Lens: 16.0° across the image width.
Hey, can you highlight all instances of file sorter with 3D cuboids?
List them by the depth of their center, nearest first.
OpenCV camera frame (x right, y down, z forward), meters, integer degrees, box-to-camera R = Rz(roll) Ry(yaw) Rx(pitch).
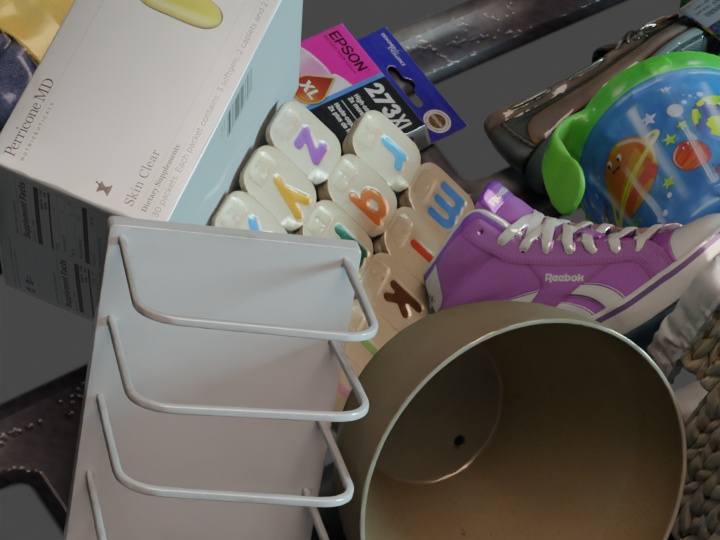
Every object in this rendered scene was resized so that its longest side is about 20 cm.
[{"bbox_3d":[-0.073,0.092,1.358,0.138,0.202,0.125,5,20,-13],"label":"file sorter"}]

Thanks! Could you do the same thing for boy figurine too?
[{"bbox_3d":[-0.203,-0.151,1.599,0.124,0.065,0.200,34,52,10],"label":"boy figurine"}]

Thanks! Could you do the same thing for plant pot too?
[{"bbox_3d":[0.064,0.099,1.443,0.199,0.202,0.134,-9,23,-22],"label":"plant pot"}]

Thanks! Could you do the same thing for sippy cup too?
[{"bbox_3d":[0.209,-0.045,1.577,0.177,0.140,0.131,-23,38,0],"label":"sippy cup"}]

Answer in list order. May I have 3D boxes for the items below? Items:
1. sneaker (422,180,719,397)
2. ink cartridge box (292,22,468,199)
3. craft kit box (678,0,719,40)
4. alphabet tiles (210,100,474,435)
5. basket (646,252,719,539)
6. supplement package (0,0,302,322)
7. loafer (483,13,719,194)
[{"bbox_3d":[0.122,-0.011,1.500,0.115,0.200,0.073,63,26,0],"label":"sneaker"},{"bbox_3d":[-0.030,-0.097,1.632,0.199,0.037,0.095,-26,66,-32],"label":"ink cartridge box"},{"bbox_3d":[0.344,-0.176,1.655,0.197,0.200,0.049,30,49,-23],"label":"craft kit box"},{"bbox_3d":[0.000,0.000,1.539,0.195,0.015,0.201,42,50,-17],"label":"alphabet tiles"},{"bbox_3d":[0.276,0.075,1.498,0.199,0.199,0.161,-22,66,-29],"label":"basket"},{"bbox_3d":[-0.121,-0.087,1.491,0.110,0.156,0.201,21,64,7],"label":"supplement package"},{"bbox_3d":[0.164,-0.127,1.689,0.063,0.072,0.200,40,56,21],"label":"loafer"}]
